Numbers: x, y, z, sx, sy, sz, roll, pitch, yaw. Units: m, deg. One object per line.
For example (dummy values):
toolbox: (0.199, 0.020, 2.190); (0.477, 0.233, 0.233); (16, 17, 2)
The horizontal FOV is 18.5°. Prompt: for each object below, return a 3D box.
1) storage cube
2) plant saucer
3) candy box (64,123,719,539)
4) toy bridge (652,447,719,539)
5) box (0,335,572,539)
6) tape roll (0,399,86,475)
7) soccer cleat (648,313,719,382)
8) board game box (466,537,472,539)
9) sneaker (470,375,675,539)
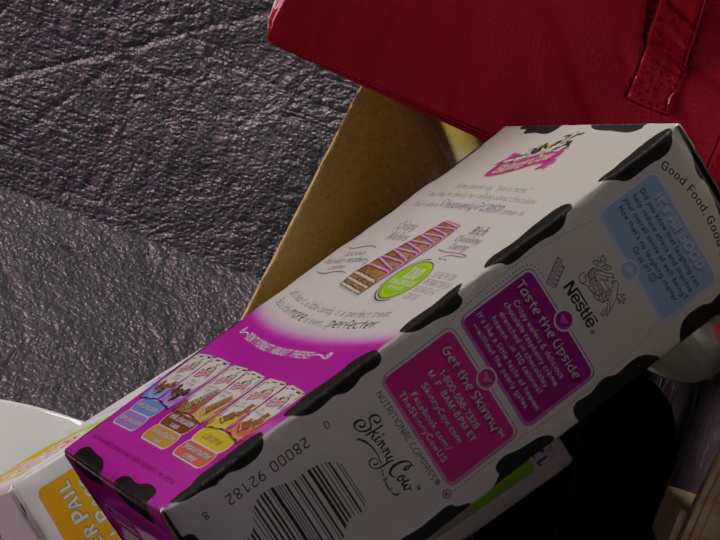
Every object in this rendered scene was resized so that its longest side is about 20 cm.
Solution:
storage cube: (0.092, -0.145, 0.844); (0.171, 0.179, 0.200); (-70, -11, 22)
plant saucer: (0.000, 0.000, 1.033); (0.200, 0.048, 0.200); (-62, -8, 9)
candy box: (0.013, 0.031, 0.712); (0.200, 0.061, 0.136); (-37, 14, -13)
toy bridge: (0.138, 0.007, 0.683); (0.067, 0.027, 0.201); (-88, 17, -82)
box: (-0.039, 0.083, 0.844); (0.200, 0.113, 0.101); (-31, 3, -26)
tape roll: (-0.154, 0.167, 0.965); (0.203, 0.202, 0.139); (111, 178, -55)
soccer cleat: (0.098, 0.011, 0.862); (0.077, 0.069, 0.200); (-29, 10, 6)
board game box: (0.036, 0.118, 1.058); (0.200, 0.135, 0.035); (110, 150, -49)
sneaker: (0.074, 0.111, 0.906); (0.200, 0.060, 0.104); (-64, 12, -24)
